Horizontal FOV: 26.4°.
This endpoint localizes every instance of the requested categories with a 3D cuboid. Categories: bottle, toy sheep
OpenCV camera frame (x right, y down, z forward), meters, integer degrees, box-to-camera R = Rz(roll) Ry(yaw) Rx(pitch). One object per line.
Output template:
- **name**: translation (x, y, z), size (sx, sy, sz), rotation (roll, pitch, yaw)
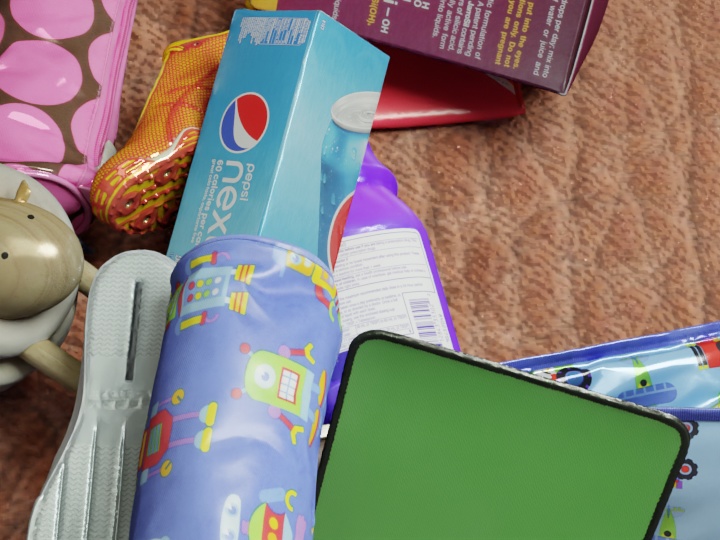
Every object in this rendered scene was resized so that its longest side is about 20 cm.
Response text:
- **bottle**: translation (0.000, 0.000, 0.866), size (0.083, 0.065, 0.200), rotation (-11, 62, -8)
- **toy sheep**: translation (-0.208, 0.006, 0.792), size (0.138, 0.200, 0.138), rotation (14, 70, -42)

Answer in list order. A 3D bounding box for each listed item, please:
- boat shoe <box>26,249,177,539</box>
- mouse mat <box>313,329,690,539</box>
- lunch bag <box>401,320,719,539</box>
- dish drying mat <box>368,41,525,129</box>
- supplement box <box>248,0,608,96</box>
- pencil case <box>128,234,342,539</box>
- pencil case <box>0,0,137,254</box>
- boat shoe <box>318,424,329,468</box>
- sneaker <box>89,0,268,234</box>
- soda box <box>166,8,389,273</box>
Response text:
- **boat shoe**: translation (-0.107, 0.092, 0.735), size (0.073, 0.067, 0.200), rotation (8, 69, 8)
- **mouse mat**: translation (0.053, 0.129, 0.736), size (0.161, 0.200, 0.008), rotation (17, 31, 4)
- **lunch bag**: translation (0.119, 0.113, 0.762), size (0.199, 0.151, 0.094), rotation (-5, 30, -1)
- **dish drying mat**: translation (0.000, -0.122, 0.963), size (0.199, 0.018, 0.077), rotation (-4, 62, -8)
- **supplement box**: translation (0.052, -0.195, 0.928), size (0.200, 0.103, 0.131), rotation (17, 26, 10)
- **pencil case**: translation (-0.052, 0.084, 0.668), size (0.087, 0.078, 0.200), rotation (17, 57, -20)
- **pencil case**: translation (-0.178, -0.113, 0.903), size (0.093, 0.091, 0.200), rotation (-10, 58, 21)
- **boat shoe**: translation (0.012, 0.117, 0.800), size (0.200, 0.072, 0.060), rotation (-8, 58, -17)
- **sneaker**: translation (-0.098, -0.087, 0.881), size (0.077, 0.073, 0.200), rotation (32, 44, 10)
- **soda box**: translation (-0.050, -0.035, 0.820), size (0.064, 0.068, 0.200), rotation (9, 80, 38)
